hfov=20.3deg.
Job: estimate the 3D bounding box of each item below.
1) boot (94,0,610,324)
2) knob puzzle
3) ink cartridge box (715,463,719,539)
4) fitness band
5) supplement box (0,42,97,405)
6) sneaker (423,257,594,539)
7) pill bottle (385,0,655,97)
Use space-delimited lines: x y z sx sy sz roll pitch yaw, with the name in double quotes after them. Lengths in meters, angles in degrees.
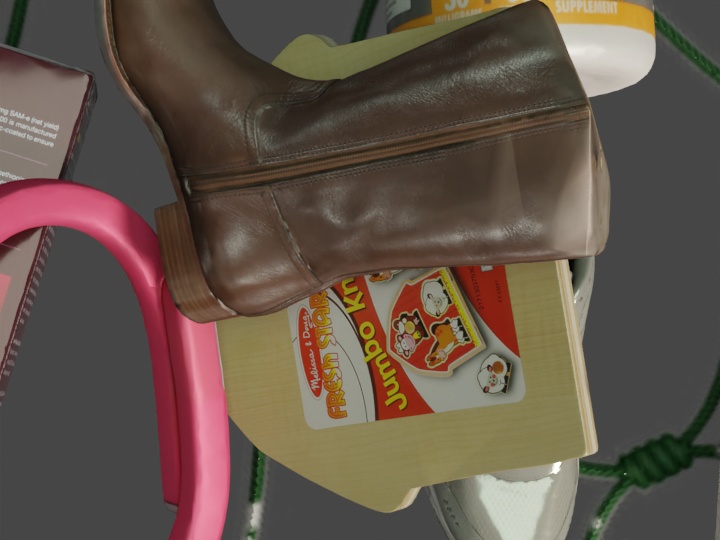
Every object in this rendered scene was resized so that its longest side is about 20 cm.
-0.001 -0.082 0.776 0.199 0.064 0.188 -13 93 33 "boot"
0.000 0.000 0.836 0.218 0.030 0.222 4 97 33 "knob puzzle"
0.219 0.091 0.876 0.116 0.067 0.202 5 85 -5 "ink cartridge box"
-0.124 0.063 0.822 0.143 0.037 0.202 -12 102 -33 "fitness band"
-0.191 -0.001 0.849 0.108 0.061 0.202 18 85 -4 "supplement box"
0.064 0.032 0.854 0.075 0.092 0.202 0 86 -6 "sneaker"
0.063 -0.177 0.860 0.115 0.116 0.202 -4 86 -6 "pill bottle"
